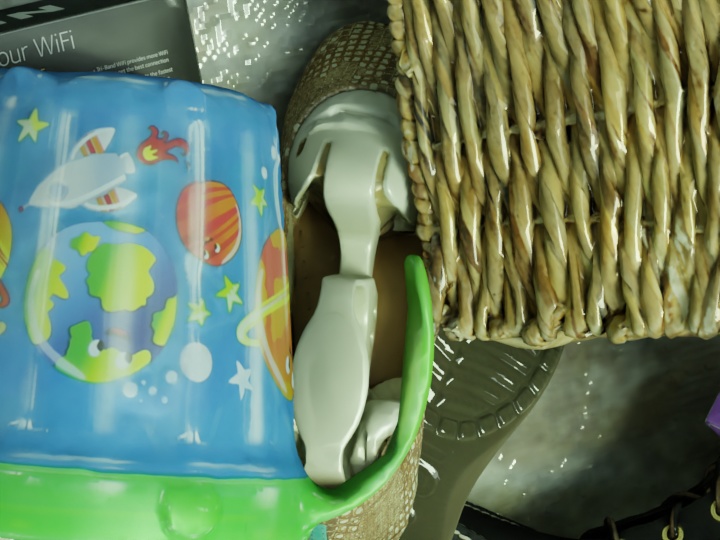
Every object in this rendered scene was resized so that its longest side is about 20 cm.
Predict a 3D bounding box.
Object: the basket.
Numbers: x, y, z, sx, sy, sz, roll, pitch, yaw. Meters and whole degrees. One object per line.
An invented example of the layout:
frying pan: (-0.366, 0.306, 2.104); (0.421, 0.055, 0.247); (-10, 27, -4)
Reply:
basket: (0.102, -0.085, 0.714); (0.149, 0.142, 0.202); (-16, 99, -55)

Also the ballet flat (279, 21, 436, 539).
ballet flat: (0.000, 0.000, 0.718); (0.070, 0.065, 0.202); (1, 72, 5)

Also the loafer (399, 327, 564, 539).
loafer: (0.011, 0.055, 0.780); (0.076, 0.067, 0.201); (39, 66, -22)

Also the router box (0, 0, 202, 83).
router box: (-0.140, 0.005, 0.693); (0.199, 0.052, 0.159); (-16, 108, -24)

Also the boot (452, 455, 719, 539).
boot: (0.131, 0.088, 0.805); (0.199, 0.073, 0.151); (24, 102, -1)

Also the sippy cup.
sippy cup: (-0.077, 0.010, 0.629); (0.177, 0.139, 0.132); (6, 86, -37)

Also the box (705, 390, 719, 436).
box: (0.192, -0.011, 0.701); (0.201, 0.039, 0.137); (-62, 147, -6)
